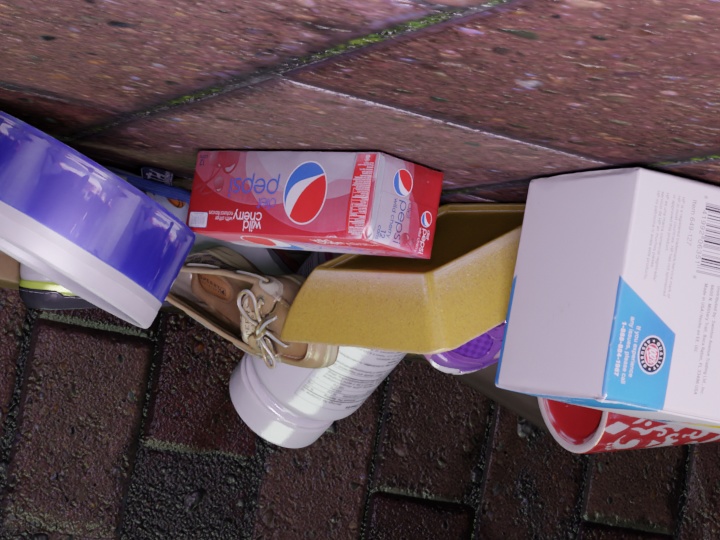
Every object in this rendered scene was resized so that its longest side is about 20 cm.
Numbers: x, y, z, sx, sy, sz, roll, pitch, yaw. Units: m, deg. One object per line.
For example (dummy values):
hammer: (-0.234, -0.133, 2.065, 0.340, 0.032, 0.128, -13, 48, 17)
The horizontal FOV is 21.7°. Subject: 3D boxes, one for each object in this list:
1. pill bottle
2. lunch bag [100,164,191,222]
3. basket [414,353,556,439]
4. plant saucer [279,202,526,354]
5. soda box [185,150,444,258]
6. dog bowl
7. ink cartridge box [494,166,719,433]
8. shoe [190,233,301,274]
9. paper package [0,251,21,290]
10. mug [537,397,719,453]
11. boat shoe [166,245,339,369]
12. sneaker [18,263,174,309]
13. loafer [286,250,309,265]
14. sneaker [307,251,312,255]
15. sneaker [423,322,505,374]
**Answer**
pill bottle: (-0.022, 0.052, 1.556, 0.113, 0.114, 0.200, 13, 134, -33)
lunch bag: (-0.240, -0.057, 1.592, 0.159, 0.076, 0.200, 16, 173, -29)
basket: (0.129, 0.045, 1.633, 0.199, 0.181, 0.136, 25, 126, -39)
plant saucer: (0.062, -0.003, 1.370, 0.199, 0.049, 0.199, -26, -164, -33)
soda box: (-0.036, -0.049, 1.353, 0.070, 0.064, 0.199, 15, 173, -43)
dog bowl: (-0.223, -0.040, 1.381, 0.199, 0.079, 0.200, 30, 173, 4)
ink cartridge box: (0.217, 0.027, 1.233, 0.198, 0.149, 0.144, 13, 174, -23)
shoe: (-0.092, 0.006, 1.696, 0.200, 0.072, 0.091, 41, -179, -3)
paper package: (-0.377, -0.046, 1.779, 0.189, 0.104, 0.199, 8, 175, 37)
mug: (0.260, 0.068, 1.554, 0.198, 0.179, 0.134, -6, -143, -27)
boat shoe: (-0.091, 0.034, 1.496, 0.062, 0.074, 0.199, -10, -161, -37)
sneaker: (-0.221, -0.008, 1.728, 0.198, 0.084, 0.072, -2, -178, -23)
loafer: (-0.037, -0.001, 1.784, 0.198, 0.070, 0.070, 13, 175, -16)
sneaker: (0.000, 0.000, 1.635, 0.077, 0.092, 0.199, 5, 172, 36)
sneaker: (0.136, 0.018, 1.440, 0.199, 0.081, 0.088, -19, 180, -23)
